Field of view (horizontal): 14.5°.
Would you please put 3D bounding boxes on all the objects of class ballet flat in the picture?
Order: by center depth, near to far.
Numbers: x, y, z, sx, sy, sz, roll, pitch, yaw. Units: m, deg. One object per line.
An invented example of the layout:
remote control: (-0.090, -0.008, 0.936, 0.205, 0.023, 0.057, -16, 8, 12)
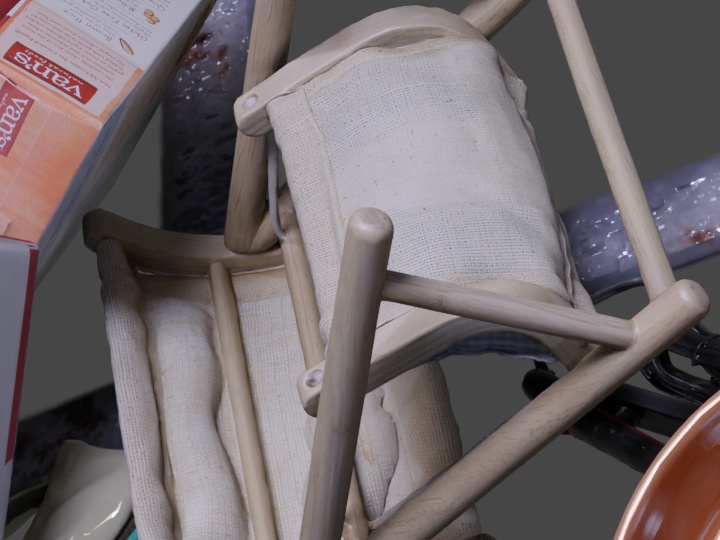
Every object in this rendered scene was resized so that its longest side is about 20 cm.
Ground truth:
ballet flat: (-0.139, 0.139, 1.020, 0.069, 0.070, 0.200, 13, 54, 39)

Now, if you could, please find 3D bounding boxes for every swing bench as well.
swing bench: (0.000, 0.000, 0.999, 0.200, 0.129, 0.199, -59, 30, 37)

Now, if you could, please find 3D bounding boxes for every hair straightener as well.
hair straightener: (0.132, 0.051, 0.963, 0.077, 0.041, 0.200, -49, 40, -15)

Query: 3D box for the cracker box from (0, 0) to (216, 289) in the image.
cracker box: (-0.120, -0.056, 1.089, 0.134, 0.058, 0.200, -58, 3, 28)

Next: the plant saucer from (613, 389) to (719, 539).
plant saucer: (0.170, 0.112, 0.848, 0.200, 0.032, 0.201, -7, 66, 17)

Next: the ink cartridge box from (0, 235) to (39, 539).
ink cartridge box: (-0.223, 0.048, 0.988, 0.199, 0.084, 0.145, 7, 89, 29)

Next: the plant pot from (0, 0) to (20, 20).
plant pot: (-0.228, -0.131, 1.085, 0.200, 0.201, 0.177, -4, 29, 29)
